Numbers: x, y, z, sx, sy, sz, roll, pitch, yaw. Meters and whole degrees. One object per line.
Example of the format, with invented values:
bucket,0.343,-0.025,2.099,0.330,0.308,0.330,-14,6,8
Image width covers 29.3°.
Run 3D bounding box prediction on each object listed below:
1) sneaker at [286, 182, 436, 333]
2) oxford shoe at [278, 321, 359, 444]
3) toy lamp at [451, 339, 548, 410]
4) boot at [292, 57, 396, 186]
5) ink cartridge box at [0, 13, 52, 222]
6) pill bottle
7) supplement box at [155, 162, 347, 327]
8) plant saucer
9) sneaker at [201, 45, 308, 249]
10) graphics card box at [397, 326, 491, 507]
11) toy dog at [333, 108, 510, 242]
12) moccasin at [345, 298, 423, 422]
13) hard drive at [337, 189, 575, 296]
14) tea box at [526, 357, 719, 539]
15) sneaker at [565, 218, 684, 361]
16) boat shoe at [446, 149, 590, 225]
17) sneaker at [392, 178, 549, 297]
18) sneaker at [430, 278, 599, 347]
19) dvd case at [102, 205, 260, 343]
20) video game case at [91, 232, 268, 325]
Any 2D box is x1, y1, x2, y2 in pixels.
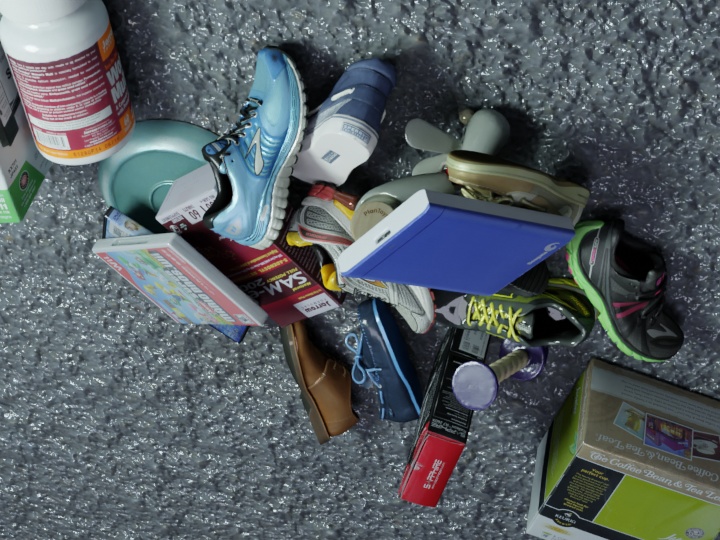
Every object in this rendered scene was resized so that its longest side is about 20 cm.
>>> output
sneaker,0.000,0.000,1.464,0.200,0.082,0.078,43,168,-16
oxford shoe,-0.050,0.120,1.676,0.071,0.072,0.201,-22,128,-3
toy lamp,0.159,0.104,1.502,0.058,0.200,0.059,3,97,25
boot,-0.020,-0.148,1.393,0.072,0.091,0.200,29,163,-18
ink cartridge box,-0.389,-0.172,1.419,0.082,0.147,0.201,3,135,13
pill bottle,-0.297,-0.214,1.377,0.108,0.110,0.201,4,135,12
supplement box,-0.111,-0.030,1.489,0.108,0.061,0.200,-20,127,43
plant saucer,-0.203,-0.081,1.539,0.198,0.028,0.201,9,135,9
sneaker,-0.110,-0.124,1.365,0.089,0.202,0.078,9,-175,-23
graphics card box,0.098,0.150,1.550,0.050,0.201,0.126,18,135,0
toy dog,0.051,-0.092,1.376,0.096,0.200,0.132,42,154,20
moccasin,0.023,0.119,1.624,0.067,0.081,0.201,-12,129,11
hard drive,0.094,-0.023,1.320,0.199,0.026,0.132,8,147,-40
tea box,0.323,0.238,1.616,0.198,0.134,0.198,19,137,-3
sneaker,0.293,0.024,1.458,0.083,0.077,0.200,-19,127,36
boat shoe,0.152,-0.072,1.346,0.073,0.064,0.200,23,-172,39
sneaker,0.106,-0.021,1.477,0.199,0.074,0.089,29,143,3
sneaker,0.162,0.040,1.495,0.198,0.085,0.075,2,111,8
dvd case,-0.209,0.008,1.570,0.199,0.018,0.143,33,160,-1
video game case,-0.202,0.012,1.518,0.143,0.018,0.199,43,157,-26
